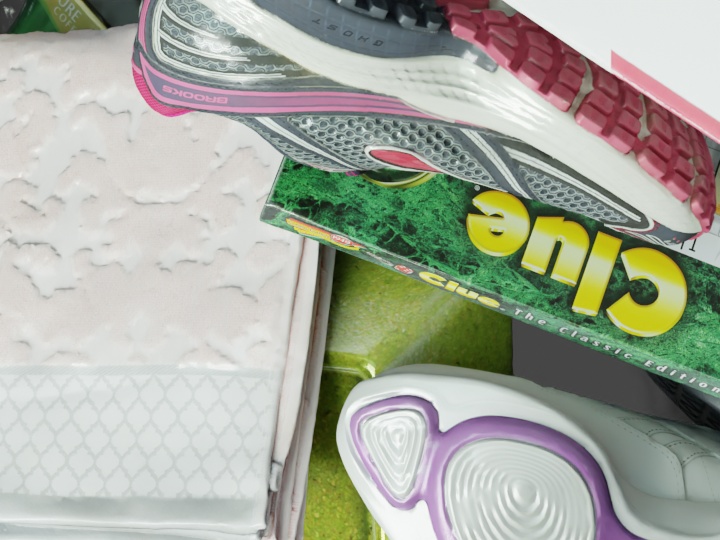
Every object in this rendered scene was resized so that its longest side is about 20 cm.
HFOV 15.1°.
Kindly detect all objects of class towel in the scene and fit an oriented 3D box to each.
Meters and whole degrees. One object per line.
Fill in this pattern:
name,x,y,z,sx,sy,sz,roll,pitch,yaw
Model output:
towel,-0.106,0.004,0.941,0.200,0.032,0.191,-1,72,21

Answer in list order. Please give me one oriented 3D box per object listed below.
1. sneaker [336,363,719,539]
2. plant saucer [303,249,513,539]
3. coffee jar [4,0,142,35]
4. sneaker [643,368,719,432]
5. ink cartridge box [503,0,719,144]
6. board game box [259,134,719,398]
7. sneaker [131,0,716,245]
sneaker,0.081,0.082,0.924,0.200,0.100,0.075,22,102,-13
plant saucer,-0.045,0.085,0.971,0.199,0.048,0.200,4,107,23
coffee jar,-0.112,-0.046,1.043,0.104,0.085,0.200,47,111,13
sneaker,0.189,0.043,0.942,0.200,0.072,0.083,28,81,18
ink cartridge box,0.136,-0.100,0.868,0.145,0.200,0.084,36,110,17
board game box,0.077,-0.029,0.907,0.200,0.023,0.105,21,75,-3
sneaker,0.024,-0.057,0.860,0.200,0.081,0.075,24,124,-16
